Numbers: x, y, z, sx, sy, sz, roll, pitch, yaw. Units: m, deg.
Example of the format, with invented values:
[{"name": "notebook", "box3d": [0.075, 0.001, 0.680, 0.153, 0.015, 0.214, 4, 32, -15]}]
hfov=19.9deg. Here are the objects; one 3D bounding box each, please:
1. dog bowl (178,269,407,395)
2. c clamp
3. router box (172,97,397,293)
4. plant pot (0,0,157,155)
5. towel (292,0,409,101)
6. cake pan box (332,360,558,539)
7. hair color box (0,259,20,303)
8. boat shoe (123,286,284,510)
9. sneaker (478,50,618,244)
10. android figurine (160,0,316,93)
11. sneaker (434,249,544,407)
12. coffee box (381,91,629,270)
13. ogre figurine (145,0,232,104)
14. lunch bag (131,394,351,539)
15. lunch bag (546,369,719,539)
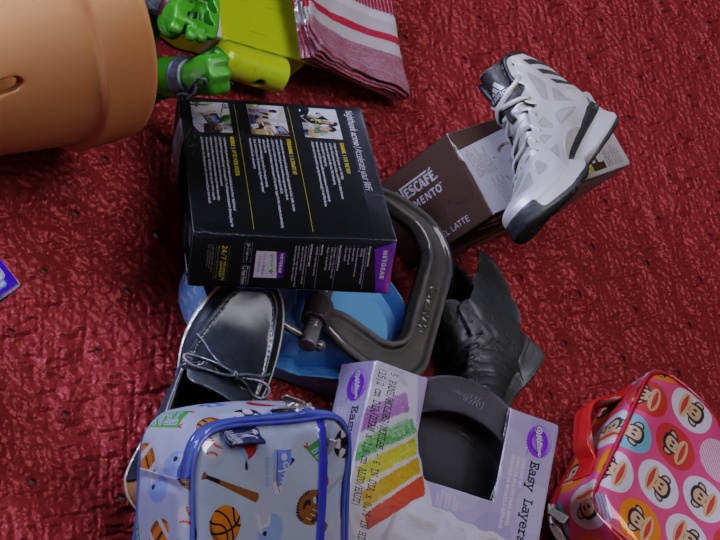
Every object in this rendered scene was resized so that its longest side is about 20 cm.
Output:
[{"name": "dog bowl", "box3d": [-0.052, 0.033, 1.579, 0.200, 0.050, 0.112, 20, 52, -30]}, {"name": "c clamp", "box3d": [0.000, 0.000, 1.590, 0.171, 0.027, 0.200, 39, 45, -15]}, {"name": "router box", "box3d": [-0.061, -0.059, 1.536, 0.149, 0.051, 0.200, 3, 33, -10]}, {"name": "plant pot", "box3d": [-0.256, -0.164, 1.441, 0.140, 0.200, 0.200, -26, 82, -30]}, {"name": "towel", "box3d": [-0.013, -0.255, 1.765, 0.144, 0.023, 0.200, 17, 60, -53]}, {"name": "cake pan box", "box3d": [0.052, 0.179, 1.531, 0.184, 0.052, 0.200, 23, 72, -32]}, {"name": "hair color box", "box3d": [-0.326, -0.033, 1.338, 0.200, 0.109, 0.065, 53, 41, -1]}, {"name": "boat shoe", "box3d": [-0.103, 0.086, 1.453, 0.075, 0.062, 0.200, 34, 64, -14]}, {"name": "sneaker", "box3d": [0.128, -0.104, 1.656, 0.115, 0.076, 0.201, 40, 37, -3]}, {"name": "android figurine", "box3d": [-0.108, -0.233, 1.710, 0.200, 0.041, 0.182, 16, 54, -36]}, {"name": "sneaker", "box3d": [0.087, 0.070, 1.674, 0.104, 0.060, 0.200, 48, 38, -7]}, {"name": "coffee box", "box3d": [0.120, -0.078, 1.754, 0.200, 0.114, 0.080, -20, 78, -47]}, {"name": "ogre figurine", "box3d": [-0.168, -0.206, 1.582, 0.200, 0.120, 0.098, 52, 47, 0]}, {"name": "lunch bag", "box3d": [-0.073, 0.181, 1.391, 0.160, 0.076, 0.200, 0, 95, -41]}, {"name": "lunch bag", "box3d": [0.242, 0.182, 1.715, 0.176, 0.082, 0.200, 45, 44, -8]}]
